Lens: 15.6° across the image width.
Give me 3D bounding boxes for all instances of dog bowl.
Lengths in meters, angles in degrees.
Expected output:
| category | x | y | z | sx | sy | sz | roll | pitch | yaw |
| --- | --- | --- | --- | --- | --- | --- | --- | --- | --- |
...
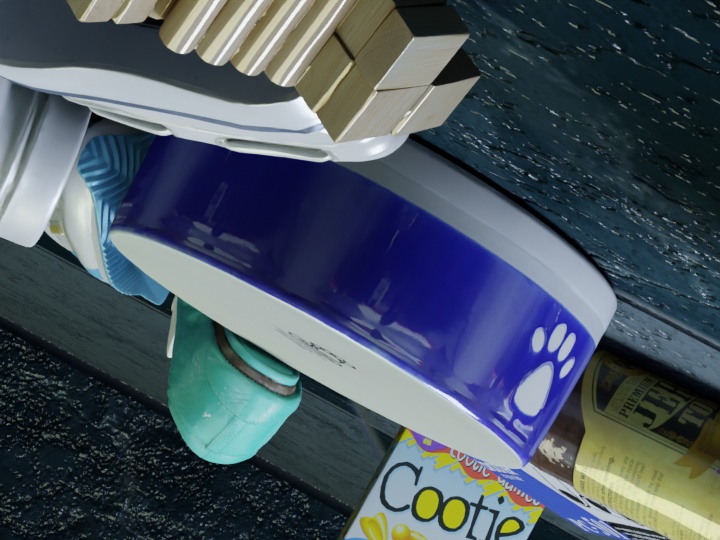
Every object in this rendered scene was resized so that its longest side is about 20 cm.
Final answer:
| category | x | y | z | sx | sy | sz | roll | pitch | yaw |
| --- | --- | --- | --- | --- | --- | --- | --- | --- | --- |
| dog bowl | 0.000 | 0.000 | 1.072 | 0.199 | 0.079 | 0.200 | 28 | 172 | 4 |

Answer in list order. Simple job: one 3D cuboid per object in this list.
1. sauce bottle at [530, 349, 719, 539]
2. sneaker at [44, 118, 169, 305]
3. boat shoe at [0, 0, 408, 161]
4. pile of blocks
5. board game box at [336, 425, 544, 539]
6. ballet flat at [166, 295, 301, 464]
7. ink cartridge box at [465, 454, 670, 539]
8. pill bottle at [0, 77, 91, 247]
| category | x | y | z | sx | sy | sz | roll | pitch | yaw |
| --- | --- | --- | --- | --- | --- | --- | --- | --- | --- |
| sauce bottle | 0.117 | 0.074 | 1.176 | 0.199 | 0.065 | 0.065 | 25 | 171 | 20 |
| sneaker | -0.131 | -0.035 | 1.323 | 0.081 | 0.077 | 0.200 | 30 | 170 | 7 |
| boat shoe | -0.070 | -0.075 | 0.876 | 0.199 | 0.074 | 0.065 | 24 | 167 | 37 |
| pile of blocks | -0.047 | -0.105 | 0.721 | 0.199 | 0.082 | 0.062 | 23 | 132 | -22 |
| board game box | 0.034 | 0.189 | 1.669 | 0.105 | 0.201 | 0.103 | 29 | 172 | 1 |
| ballet flat | -0.066 | 0.031 | 1.244 | 0.067 | 0.070 | 0.200 | 34 | -162 | -15 |
| ink cartridge box | 0.128 | 0.107 | 1.405 | 0.094 | 0.044 | 0.200 | 32 | 172 | -11 |
| pill bottle | -0.226 | -0.085 | 1.182 | 0.199 | 0.109 | 0.109 | 22 | 173 | -12 |
